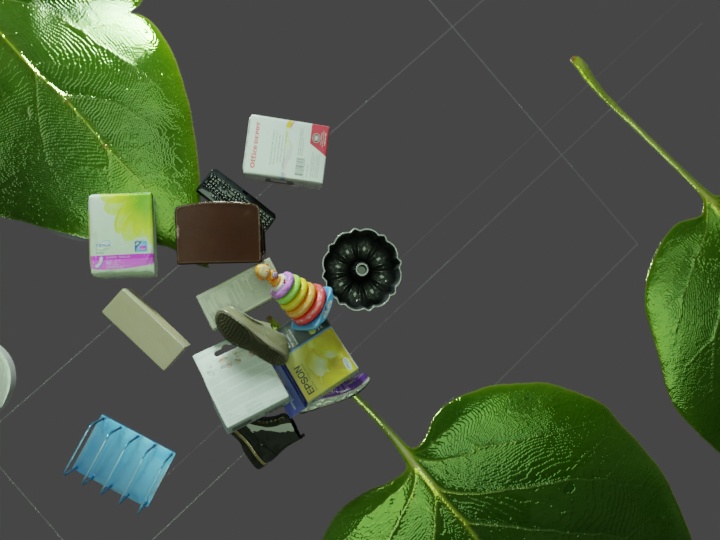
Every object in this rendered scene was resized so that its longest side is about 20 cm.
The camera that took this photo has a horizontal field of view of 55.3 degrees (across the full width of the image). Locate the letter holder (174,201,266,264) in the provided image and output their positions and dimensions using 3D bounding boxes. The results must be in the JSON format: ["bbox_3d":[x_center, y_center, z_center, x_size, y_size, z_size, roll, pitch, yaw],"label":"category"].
[{"bbox_3d":[-0.330,-0.094,1.630,0.197,0.101,0.145,-2,98,-1],"label":"letter holder"}]

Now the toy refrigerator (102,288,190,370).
[{"bbox_3d":[-0.505,0.138,1.630,0.200,0.070,0.076,43,89,-1],"label":"toy refrigerator"}]

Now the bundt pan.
[{"bbox_3d":[0.000,0.000,1.694,0.199,0.076,0.205,0,86,-6],"label":"bundt pan"}]

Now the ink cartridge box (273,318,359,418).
[{"bbox_3d":[-0.136,0.213,1.647,0.199,0.047,0.199,-32,69,-10],"label":"ink cartridge box"}]

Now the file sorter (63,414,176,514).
[{"bbox_3d":[-0.550,0.443,1.570,0.198,0.123,0.140,28,82,-3],"label":"file sorter"}]

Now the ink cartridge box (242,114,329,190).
[{"bbox_3d":[-0.182,-0.289,1.695,0.197,0.086,0.150,8,85,-4],"label":"ink cartridge box"}]

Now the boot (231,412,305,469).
[{"bbox_3d":[-0.237,0.350,1.627,0.137,0.078,0.201,-33,102,5],"label":"boot"}]

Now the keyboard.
[{"bbox_3d":[-0.313,-0.157,1.692,0.199,0.040,0.105,36,81,-1],"label":"keyboard"}]

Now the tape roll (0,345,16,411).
[{"bbox_3d":[-0.904,0.254,1.589,0.199,0.037,0.206,1,84,-6],"label":"tape roll"}]

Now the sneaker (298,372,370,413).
[{"bbox_3d":[-0.073,0.282,1.663,0.197,0.081,0.085,-16,81,-7],"label":"sneaker"}]

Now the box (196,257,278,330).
[{"bbox_3d":[-0.285,0.058,1.656,0.198,0.078,0.096,-27,89,-8],"label":"box"}]

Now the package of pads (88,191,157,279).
[{"bbox_3d":[-0.568,-0.083,1.642,0.152,0.068,0.203,-2,84,-8],"label":"package of pads"}]

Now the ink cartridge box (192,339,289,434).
[{"bbox_3d":[-0.281,0.256,1.607,0.159,0.048,0.201,-24,63,-21],"label":"ink cartridge box"}]

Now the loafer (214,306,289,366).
[{"bbox_3d":[-0.250,0.147,1.605,0.199,0.069,0.076,38,123,-12],"label":"loafer"}]

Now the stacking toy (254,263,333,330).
[{"bbox_3d":[-0.166,0.044,1.583,0.200,0.109,0.117,41,59,-33],"label":"stacking toy"}]
